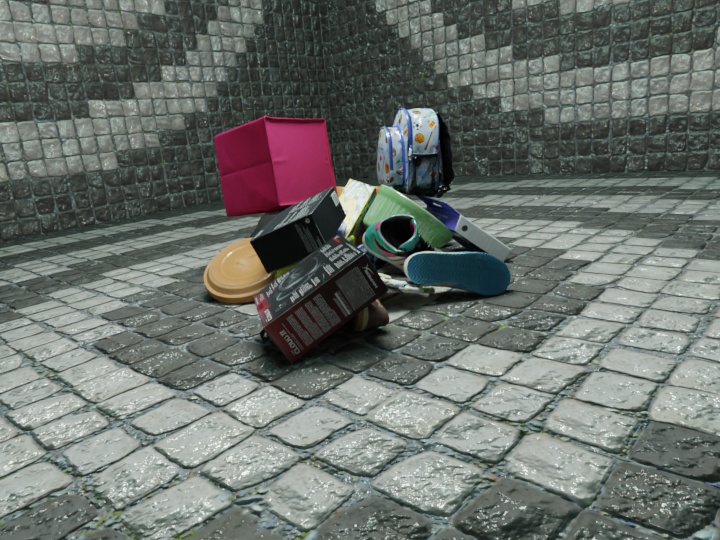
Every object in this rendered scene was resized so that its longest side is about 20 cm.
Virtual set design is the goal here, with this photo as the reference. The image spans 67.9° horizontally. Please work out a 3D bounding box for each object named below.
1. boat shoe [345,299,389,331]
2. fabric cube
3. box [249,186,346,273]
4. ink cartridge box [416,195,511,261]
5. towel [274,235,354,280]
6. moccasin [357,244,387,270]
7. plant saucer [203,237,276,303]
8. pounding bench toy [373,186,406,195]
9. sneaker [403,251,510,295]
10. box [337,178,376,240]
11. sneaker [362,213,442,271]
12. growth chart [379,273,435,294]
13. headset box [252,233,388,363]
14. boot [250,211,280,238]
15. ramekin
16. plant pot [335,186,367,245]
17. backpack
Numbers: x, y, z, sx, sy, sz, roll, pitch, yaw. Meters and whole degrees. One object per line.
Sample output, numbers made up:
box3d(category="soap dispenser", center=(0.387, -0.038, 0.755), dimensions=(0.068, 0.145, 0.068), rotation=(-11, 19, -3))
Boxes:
box3d(category="boat shoe", center=(-0.002, 0.051, 0.924), dimensions=(0.071, 0.073, 0.200), rotation=(2, 13, -17))
box3d(category="fabric cube", center=(-0.201, -0.246, 1.276), dimensions=(0.198, 0.202, 0.195), rotation=(-5, 6, 43))
box3d(category="box", center=(-0.120, -0.087, 1.088), dimensions=(0.140, 0.079, 0.200), rotation=(-19, 18, 17))
box3d(category="ink cartridge box", center=(0.223, -0.100, 1.238), dimensions=(0.199, 0.044, 0.198), rotation=(33, 3, -19))
box3d(category="towel", center=(-0.094, -0.008, 1.102), dimensions=(0.199, 0.087, 0.018), rotation=(-26, 55, -33))
box3d(category="moccasin", center=(0.000, 0.000, 1.126), dimensions=(0.199, 0.081, 0.068), rotation=(-31, 30, -29))
box3d(category="plant saucer", center=(-0.240, -0.010, 1.145), dimensions=(0.198, 0.033, 0.201), rotation=(-7, 40, 6))
box3d(category="pounding bench toy", center=(0.022, -0.160, 1.531), dimensions=(0.123, 0.158, 0.199), rotation=(-15, 17, -39))
box3d(category="sneaker", center=(0.178, -0.002, 0.988), dimensions=(0.198, 0.077, 0.081), rotation=(9, 4, -5))
box3d(category="box", center=(-0.034, -0.108, 1.224), dimensions=(0.069, 0.065, 0.201), rotation=(20, 64, 17))
box3d(category="sneaker", center=(0.106, -0.049, 1.054), dimensions=(0.198, 0.084, 0.121), rotation=(21, -17, -3))
box3d(category="growth chart", center=(0.028, 0.009, 0.991), dimensions=(0.198, 0.018, 0.144), rotation=(20, 6, 23))
box3d(category="headset box", center=(-0.075, 0.042, 0.826), dimensions=(0.199, 0.078, 0.149), rotation=(-38, 22, -6))
box3d(category="boot", center=(-0.213, -0.124, 1.369), dimensions=(0.096, 0.074, 0.199), rotation=(-48, 14, -31))
box3d(category="ramekin", center=(0.101, -0.096, 1.207), dimensions=(0.199, 0.098, 0.200), rotation=(35, 3, -2))
box3d(category="plant pot", center=(-0.032, -0.133, 1.373), dimensions=(0.198, 0.142, 0.200), rotation=(9, 0, 0))
box3d(category="backpack", center=(0.113, -0.268, 1.205), dimensions=(0.152, 0.193, 0.200), rotation=(3, 11, -16))
